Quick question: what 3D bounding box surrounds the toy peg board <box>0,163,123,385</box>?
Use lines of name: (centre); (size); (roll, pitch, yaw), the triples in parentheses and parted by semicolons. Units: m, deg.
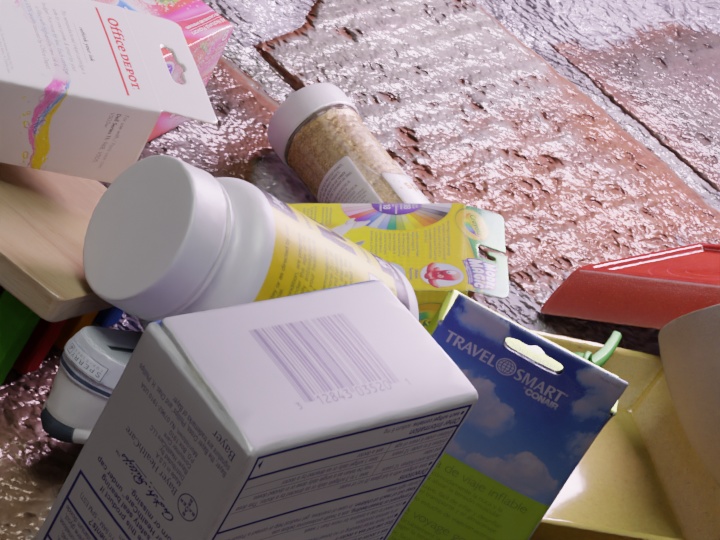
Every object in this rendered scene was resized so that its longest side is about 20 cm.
toy peg board: (-0.239, -0.014, 1.606); (0.200, 0.098, 0.199); (38, 18, 14)

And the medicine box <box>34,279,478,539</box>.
medicine box: (-0.064, 0.118, 1.434); (0.182, 0.200, 0.103); (-11, 51, -45)

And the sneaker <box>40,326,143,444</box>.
sneaker: (-0.131, 0.080, 1.565); (0.073, 0.071, 0.200); (43, 14, 30)

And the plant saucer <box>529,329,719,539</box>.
plant saucer: (0.150, 0.126, 1.732); (0.200, 0.048, 0.200); (12, 37, -25)

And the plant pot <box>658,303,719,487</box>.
plant pot: (0.306, 0.101, 1.701); (0.200, 0.200, 0.135); (6, 73, -32)

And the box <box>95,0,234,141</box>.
box: (-0.192, -0.141, 1.793); (0.103, 0.095, 0.200); (38, 33, 13)

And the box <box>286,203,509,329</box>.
box: (0.000, 0.000, 1.718); (0.200, 0.048, 0.117); (-1, 32, 2)

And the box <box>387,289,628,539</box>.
box: (0.071, 0.104, 1.557); (0.122, 0.200, 0.048); (28, 32, -3)

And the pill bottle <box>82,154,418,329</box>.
pill bottle: (-0.067, 0.011, 1.556); (0.200, 0.114, 0.114); (30, 25, -42)

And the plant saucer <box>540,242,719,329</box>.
plant saucer: (0.270, 0.011, 1.890); (0.200, 0.037, 0.200); (7, 12, 44)

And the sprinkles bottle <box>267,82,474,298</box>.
sprinkles bottle: (0.009, -0.050, 1.848); (0.068, 0.068, 0.200); (-5, 46, -42)

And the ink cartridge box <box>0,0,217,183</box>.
ink cartridge box: (-0.202, -0.121, 1.607); (0.200, 0.067, 0.117); (10, 37, -30)

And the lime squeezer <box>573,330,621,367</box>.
lime squeezer: (0.125, 0.069, 1.726); (0.200, 0.038, 0.071); (-3, 13, -39)
